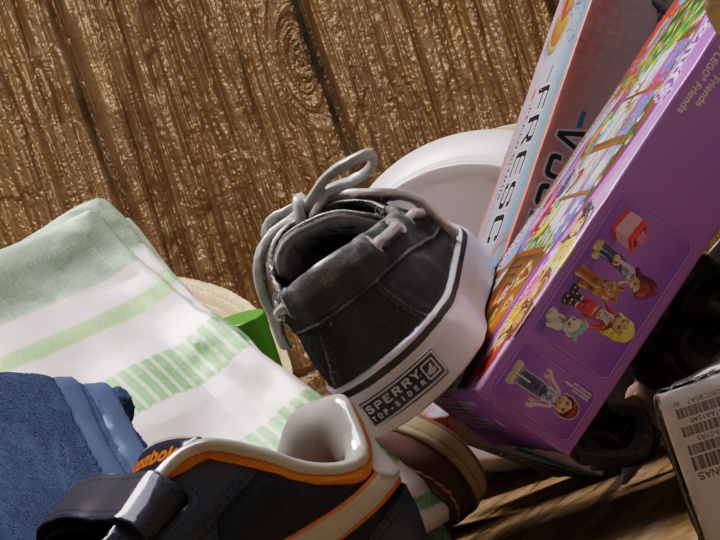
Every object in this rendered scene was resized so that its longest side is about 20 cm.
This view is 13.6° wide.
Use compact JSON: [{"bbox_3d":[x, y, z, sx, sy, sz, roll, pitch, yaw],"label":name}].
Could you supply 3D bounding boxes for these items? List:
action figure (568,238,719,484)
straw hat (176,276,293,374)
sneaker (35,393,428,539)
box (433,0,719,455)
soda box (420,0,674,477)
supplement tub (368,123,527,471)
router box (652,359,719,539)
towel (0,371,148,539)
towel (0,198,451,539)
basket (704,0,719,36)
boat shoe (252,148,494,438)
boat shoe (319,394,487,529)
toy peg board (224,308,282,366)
[{"bbox_3d":[0.124,0.014,1.029,0.131,0.069,0.200,-63,10,-10],"label":"action figure"},{"bbox_3d":[-0.116,0.097,1.522,0.200,0.085,0.202,-8,37,6],"label":"straw hat"},{"bbox_3d":[-0.067,0.094,0.832,0.199,0.080,0.078,-22,3,-40],"label":"sneaker"},{"bbox_3d":[0.096,-0.032,1.011,0.201,0.039,0.137,-56,5,-6],"label":"box"},{"bbox_3d":[0.088,-0.023,1.172,0.068,0.201,0.064,20,-7,-9],"label":"soda box"},{"bbox_3d":[0.066,0.009,1.318,0.144,0.145,0.200,-19,0,13],"label":"supplement tub"},{"bbox_3d":[0.188,0.016,0.785,0.199,0.051,0.149,-19,-2,18],"label":"router box"},{"bbox_3d":[-0.146,0.077,0.889,0.199,0.112,0.049,3,-55,-31],"label":"towel"},{"bbox_3d":[-0.086,0.056,1.004,0.152,0.200,0.023,-26,-41,-31],"label":"towel"},{"bbox_3d":[0.192,-0.077,0.627,0.199,0.161,0.199,-20,30,30],"label":"basket"},{"bbox_3d":[-0.002,0.002,1.024,0.073,0.068,0.199,-38,8,11],"label":"boat shoe"},{"bbox_3d":[-0.047,0.098,1.163,0.199,0.072,0.072,-3,46,27],"label":"boat shoe"},{"bbox_3d":[-0.109,0.077,1.330,0.199,0.098,0.199,-19,12,-8],"label":"toy peg board"}]
